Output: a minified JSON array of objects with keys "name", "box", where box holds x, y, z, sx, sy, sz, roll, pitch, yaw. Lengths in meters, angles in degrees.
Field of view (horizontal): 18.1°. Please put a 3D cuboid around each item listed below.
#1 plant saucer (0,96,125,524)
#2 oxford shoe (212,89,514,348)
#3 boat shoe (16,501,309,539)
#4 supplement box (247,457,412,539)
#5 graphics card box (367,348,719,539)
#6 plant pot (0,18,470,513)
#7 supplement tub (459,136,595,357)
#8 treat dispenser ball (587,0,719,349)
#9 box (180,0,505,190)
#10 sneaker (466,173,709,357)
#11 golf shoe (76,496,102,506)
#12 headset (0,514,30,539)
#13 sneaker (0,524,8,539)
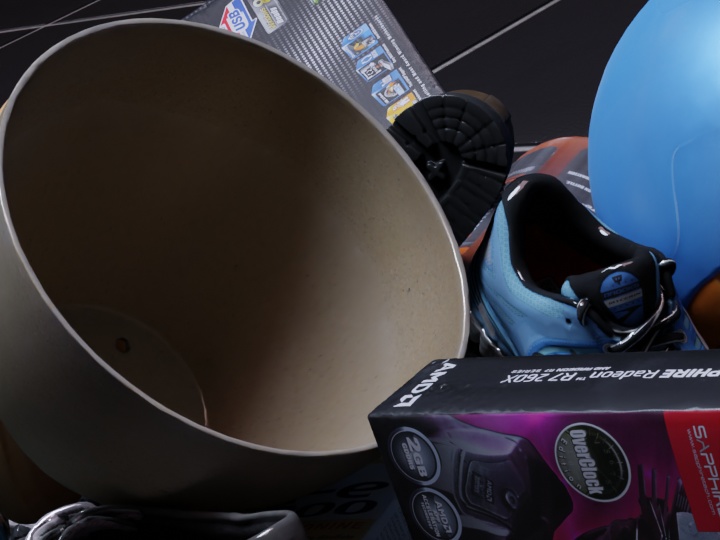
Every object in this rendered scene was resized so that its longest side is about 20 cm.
[{"name":"plant saucer","box":[-0.136,0.016,1.034,0.037,0.201,0.200,1,20,8]},{"name":"oxford shoe","box":[0.000,0.000,0.998,0.200,0.073,0.084,-44,1,18]},{"name":"boat shoe","box":[-0.077,0.104,0.809,0.200,0.057,0.067,1,28,47]},{"name":"supplement box","box":[-0.039,0.137,0.887,0.126,0.074,0.200,-10,19,26]},{"name":"graphics card box","box":[0.107,0.091,0.780,0.200,0.126,0.051,-3,25,42]},{"name":"plant pot","box":[-0.075,0.020,0.896,0.200,0.200,0.134,-38,-8,-46]},{"name":"supplement tub","box":[0.076,0.021,1.062,0.107,0.107,0.200,-8,22,33]},{"name":"treat dispenser ball","box":[0.200,-0.050,0.985,0.200,0.201,0.201,-18,17,6]},{"name":"box","box":[-0.039,-0.067,1.119,0.160,0.044,0.200,-33,45,4]},{"name":"sneaker","box":[0.105,0.039,0.907,0.078,0.090,0.200,-27,55,-21]},{"name":"golf shoe","box":[-0.084,0.113,1.048,0.200,0.078,0.094,-36,3,-42]},{"name":"headset","box":[-0.186,0.097,1.140,0.123,0.094,0.200,-20,33,-1]},{"name":"sneaker","box":[-0.207,0.149,0.954,0.130,0.080,0.200,-24,39,-6]}]
